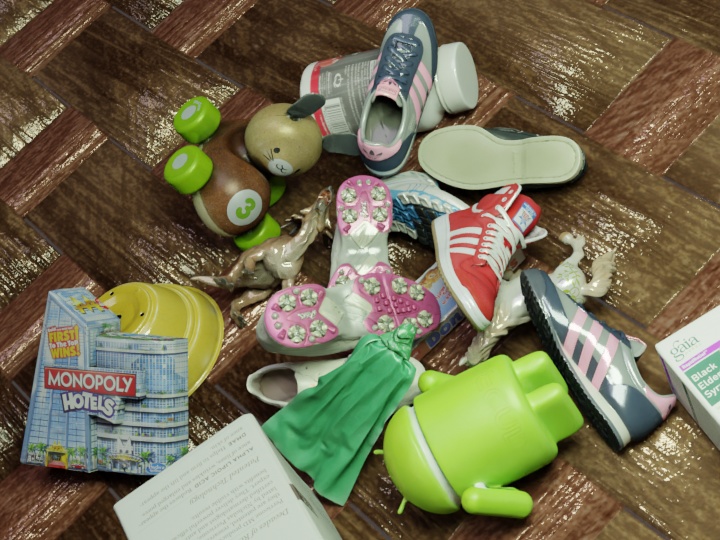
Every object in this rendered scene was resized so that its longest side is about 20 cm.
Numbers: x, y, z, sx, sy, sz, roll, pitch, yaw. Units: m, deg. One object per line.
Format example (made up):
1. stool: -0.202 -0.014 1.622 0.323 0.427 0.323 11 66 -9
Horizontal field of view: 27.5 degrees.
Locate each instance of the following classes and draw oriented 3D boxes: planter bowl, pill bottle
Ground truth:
1. planter bowl: -0.267 0.076 1.731 0.200 0.083 0.201 -15 48 17
2. pill bottle: 0.037 -0.217 1.792 0.200 0.111 0.111 -9 49 22

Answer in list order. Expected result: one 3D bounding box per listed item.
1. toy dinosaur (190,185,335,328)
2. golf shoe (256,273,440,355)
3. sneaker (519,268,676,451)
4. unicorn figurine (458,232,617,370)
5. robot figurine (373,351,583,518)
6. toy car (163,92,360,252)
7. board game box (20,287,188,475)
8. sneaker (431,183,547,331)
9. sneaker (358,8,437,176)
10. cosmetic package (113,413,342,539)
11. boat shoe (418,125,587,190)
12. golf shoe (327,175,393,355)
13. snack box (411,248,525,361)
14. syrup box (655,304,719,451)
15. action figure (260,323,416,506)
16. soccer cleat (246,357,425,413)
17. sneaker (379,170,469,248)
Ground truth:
1. toy dinosaur: -0.099 -0.014 1.721 0.200 0.086 0.136 -17 34 38
2. golf shoe: -0.016 0.050 1.533 0.200 0.092 0.075 -1 73 -24
3. sneaker: 0.230 0.074 1.437 0.082 0.070 0.200 -27 74 -7
4. unicorn figurine: 0.169 0.030 1.528 0.200 0.074 0.137 -29 29 22
5. robot figurine: 0.110 0.158 1.423 0.200 0.116 0.176 -29 46 8
6. toy car: -0.100 -0.135 1.735 0.200 0.164 0.158 -21 45 27
7. board game box: -0.288 0.121 1.640 0.200 0.062 0.200 2 95 31
8. sneaker: 0.138 -0.021 1.499 0.112 0.071 0.200 -27 29 11
9. sneaker: 0.043 -0.212 1.675 0.070 0.082 0.200 8 80 11
10. cosmetic package: -0.103 0.283 1.403 0.165 0.165 0.200 -35 45 -2
11. boat shoe: 0.165 -0.126 1.676 0.199 0.066 0.075 0 85 28
12. golf shoe: 0.000 0.000 1.628 0.075 0.092 0.200 8 75 -3
13. snack box: 0.086 0.032 1.612 0.200 0.024 0.072 -43 45 -10
14. syrup box: 0.357 0.130 1.336 0.079 0.081 0.200 -32 46 -1
15. action figure: -0.003 0.128 1.486 0.200 0.118 0.055 -53 -7 26
16. soccer cleat: -0.027 0.123 1.551 0.200 0.078 0.069 -6 83 30
17. sneaker: 0.070 -0.081 1.678 0.087 0.075 0.200 -39 34 -29
